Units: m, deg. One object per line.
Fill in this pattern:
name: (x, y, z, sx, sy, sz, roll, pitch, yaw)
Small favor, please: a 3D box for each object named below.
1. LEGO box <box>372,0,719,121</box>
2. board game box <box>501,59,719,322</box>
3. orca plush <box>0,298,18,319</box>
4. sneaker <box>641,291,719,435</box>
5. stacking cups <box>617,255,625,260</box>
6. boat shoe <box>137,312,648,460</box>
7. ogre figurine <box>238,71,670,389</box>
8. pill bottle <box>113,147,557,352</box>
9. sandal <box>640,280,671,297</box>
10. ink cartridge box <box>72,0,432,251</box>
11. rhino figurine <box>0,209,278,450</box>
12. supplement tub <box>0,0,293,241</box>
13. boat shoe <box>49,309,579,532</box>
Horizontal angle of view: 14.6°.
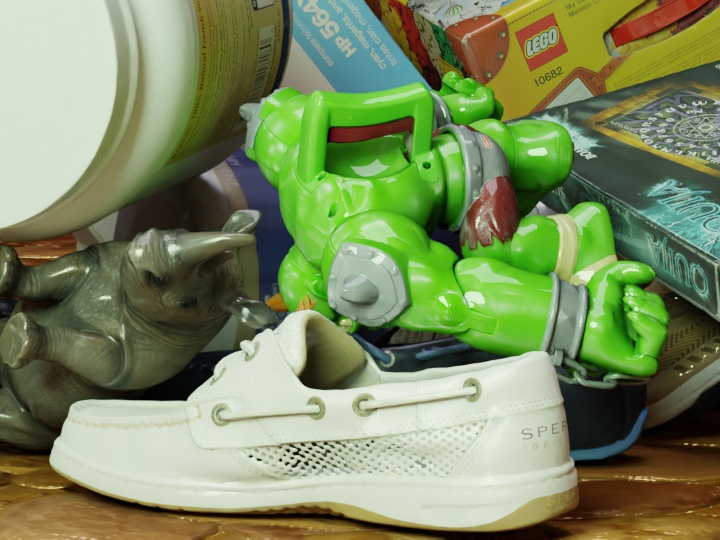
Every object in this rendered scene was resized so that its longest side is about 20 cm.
LEGO box: (0.121, -0.142, 1.384, 0.200, 0.077, 0.149, -29, 25, -10)
board game box: (0.157, -0.039, 1.173, 0.135, 0.028, 0.200, -16, 24, -18)
orca plush: (-0.175, 0.022, 1.201, 0.105, 0.071, 0.200, 1, 6, 0)
sneaker: (0.194, 0.038, 1.192, 0.200, 0.109, 0.070, -35, 24, -22)
stacking cups: (0.054, -0.024, 1.348, 0.199, 0.061, 0.060, 9, 3, -21)
boat shoe: (0.012, 0.035, 1.110, 0.199, 0.069, 0.084, 1, 6, -3)
ogre figurine: (0.026, -0.023, 1.043, 0.119, 0.098, 0.200, 5, 47, -22)
pill bottle: (0.000, 0.000, 1.246, 0.199, 0.112, 0.111, -2, 6, -28)
sandal: (0.157, 0.020, 1.292, 0.077, 0.070, 0.211, 21, -35, -39)
ink cartridge box: (-0.074, -0.055, 1.402, 0.200, 0.125, 0.129, -40, 12, -8)
rhino figurine: (-0.095, 0.018, 1.036, 0.087, 0.060, 0.200, 9, -25, -35)
supplement tub: (-0.117, -0.090, 1.080, 0.144, 0.145, 0.200, 2, 10, 14)
boat shoe: (-0.018, 0.047, 0.978, 0.199, 0.070, 0.071, 1, 9, 25)
